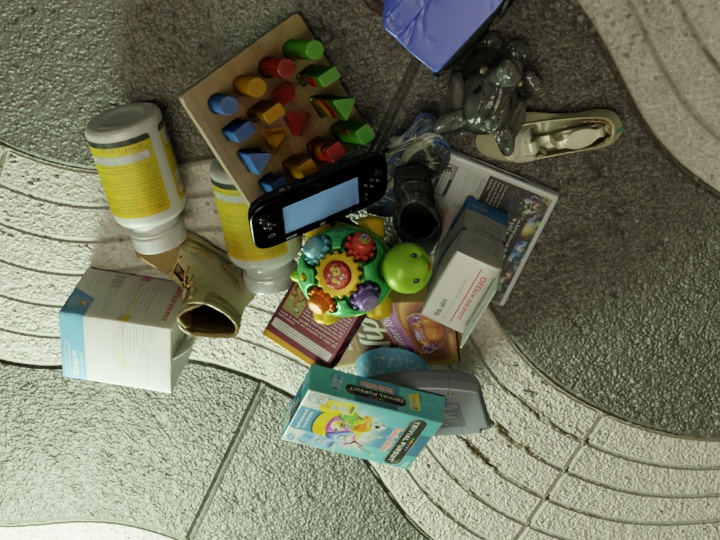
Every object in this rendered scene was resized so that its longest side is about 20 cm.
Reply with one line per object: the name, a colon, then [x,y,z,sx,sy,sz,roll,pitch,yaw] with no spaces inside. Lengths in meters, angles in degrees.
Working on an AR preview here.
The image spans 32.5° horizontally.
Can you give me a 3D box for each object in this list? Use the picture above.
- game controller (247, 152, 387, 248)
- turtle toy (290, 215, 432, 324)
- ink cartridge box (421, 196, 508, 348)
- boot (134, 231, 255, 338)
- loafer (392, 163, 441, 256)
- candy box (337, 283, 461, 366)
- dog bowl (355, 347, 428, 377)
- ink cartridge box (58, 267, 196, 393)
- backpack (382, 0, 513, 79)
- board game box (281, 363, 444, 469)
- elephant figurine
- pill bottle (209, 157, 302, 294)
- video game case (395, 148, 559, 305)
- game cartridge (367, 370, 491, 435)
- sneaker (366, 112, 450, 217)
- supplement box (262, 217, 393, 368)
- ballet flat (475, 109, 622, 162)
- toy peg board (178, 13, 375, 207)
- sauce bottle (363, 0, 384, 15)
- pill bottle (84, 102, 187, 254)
game controller: [-0.055,-0.091,1.631,0.200,0.042,0.104,-23,143,-12]
turtle toy: [0.000,0.000,1.667,0.199,0.101,0.146,-5,94,12]
ink cartridge box: [0.141,0.000,1.676,0.068,0.200,0.116,24,121,-4]
boot: [-0.254,0.020,1.812,0.200,0.156,0.073,24,122,-4]
loafer: [0.076,-0.067,1.686,0.068,0.071,0.201,-5,149,5]
candy box: [0.048,0.083,1.855,0.199,0.057,0.117,-1,121,13]
dog bowl: [0.049,0.195,1.887,0.111,0.050,0.200,1,142,7]
ink cartridge box: [-0.342,0.094,1.889,0.199,0.129,0.126,10,122,5]
backpack: [0.113,-0.362,1.493,0.168,0.200,0.162,47,120,-7]
board game box: [0.002,0.214,1.784,0.199,0.047,0.151,15,142,-10]
elephant figurine: [0.157,-0.214,1.570,0.141,0.200,0.155,-14,117,17]
pill bottle: [-0.144,-0.071,1.763,0.112,0.112,0.200,-3,120,12]
video game case: [0.161,-0.062,1.767,0.181,0.023,0.200,22,121,-2]
game cartridge: [0.085,0.197,1.818,0.199,0.041,0.133,-4,144,13]
sneaker: [0.066,-0.145,1.710,0.077,0.085,0.200,10,147,-24]
supplement box: [-0.038,0.034,1.775,0.110,0.086,0.200,33,101,7]
ballet flat: [0.250,-0.178,1.654,0.199,0.070,0.070,-9,119,16]
toy peg board: [-0.096,-0.201,1.624,0.199,0.098,0.200,-38,113,-15]
sauce bottle: [0.019,-0.380,1.577,0.066,0.066,0.200,-28,113,24]
pill bottle: [-0.311,-0.129,1.760,0.111,0.111,0.200,-6,119,14]
